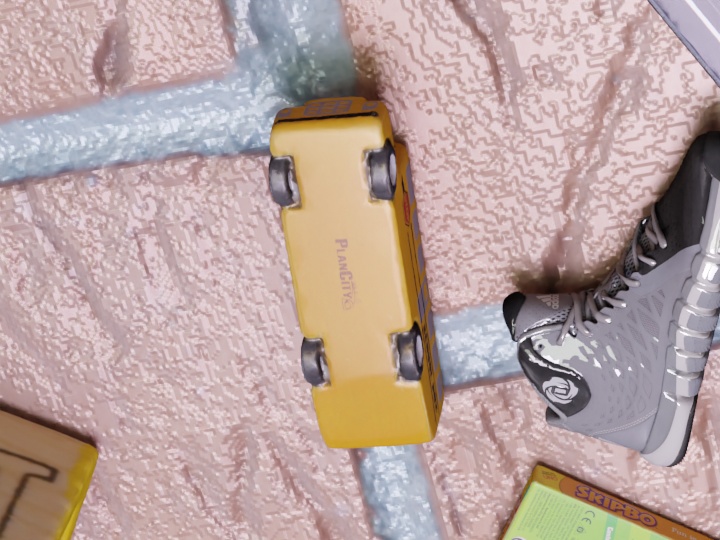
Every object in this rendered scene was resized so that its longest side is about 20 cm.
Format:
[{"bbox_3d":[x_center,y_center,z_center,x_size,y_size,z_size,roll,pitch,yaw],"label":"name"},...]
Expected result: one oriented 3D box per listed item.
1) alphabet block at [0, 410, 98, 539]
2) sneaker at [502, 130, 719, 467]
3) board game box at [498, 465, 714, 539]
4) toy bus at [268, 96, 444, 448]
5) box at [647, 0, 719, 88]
[{"bbox_3d":[-0.286,0.183,1.439,0.199,0.197,0.196,20,119,0],"label":"alphabet block"},{"bbox_3d":[0.135,0.011,1.351,0.115,0.075,0.201,12,118,7],"label":"sneaker"},{"bbox_3d":[0.173,0.192,1.457,0.200,0.030,0.096,24,117,0],"label":"board game box"},{"bbox_3d":[0.000,0.000,1.365,0.065,0.078,0.201,-4,115,12],"label":"toy bus"},{"bbox_3d":[0.229,-0.190,1.208,0.198,0.123,0.200,-36,103,22],"label":"box"}]
